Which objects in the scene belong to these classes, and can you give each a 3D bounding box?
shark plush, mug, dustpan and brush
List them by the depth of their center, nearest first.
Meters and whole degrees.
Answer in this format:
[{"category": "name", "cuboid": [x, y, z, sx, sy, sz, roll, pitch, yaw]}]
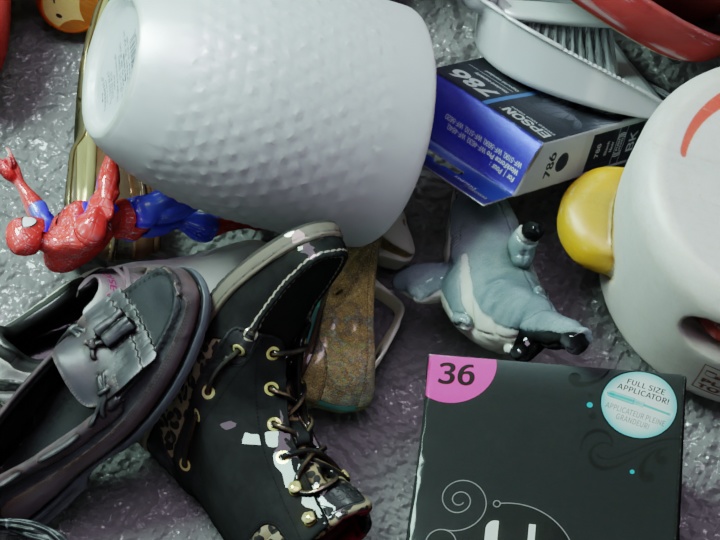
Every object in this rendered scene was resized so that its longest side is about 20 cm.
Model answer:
[{"category": "mug", "cuboid": [-0.066, -0.126, 1.433, 0.174, 0.148, 0.201, 11, 66, -26]}, {"category": "shark plush", "cuboid": [0.080, 0.002, 1.434, 0.090, 0.200, 0.084, 18, 103, -11]}, {"category": "dustpan and brush", "cuboid": [0.095, -0.155, 1.509, 0.199, 0.058, 0.140, 5, 29, -22]}]

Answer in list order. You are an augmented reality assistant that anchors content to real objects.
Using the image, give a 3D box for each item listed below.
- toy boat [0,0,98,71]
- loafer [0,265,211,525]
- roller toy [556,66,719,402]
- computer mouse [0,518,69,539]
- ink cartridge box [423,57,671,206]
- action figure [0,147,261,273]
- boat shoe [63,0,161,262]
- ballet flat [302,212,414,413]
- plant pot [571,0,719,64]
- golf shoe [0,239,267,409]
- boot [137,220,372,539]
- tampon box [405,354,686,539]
[{"category": "toy boat", "cuboid": [-0.226, -0.200, 1.626, 0.130, 0.130, 0.201, 26, 60, -15]}, {"category": "loafer", "cuboid": [-0.164, 0.074, 1.414, 0.200, 0.063, 0.072, -49, 48, 21]}, {"category": "roller toy", "cuboid": [0.236, -0.017, 1.466, 0.199, 0.140, 0.183, -26, 70, -19]}, {"category": "computer mouse", "cuboid": [-0.145, 0.203, 1.413, 0.199, 0.034, 0.059, 34, 88, 17]}, {"category": "ink cartridge box", "cuboid": [0.107, -0.095, 1.515, 0.099, 0.039, 0.199, 35, 34, 29]}, {"category": "action figure", "cuboid": [-0.141, -0.056, 1.482, 0.199, 0.065, 0.099, -17, 76, -44]}, {"category": "boat shoe", "cuboid": [-0.151, -0.095, 1.578, 0.067, 0.072, 0.201, 6, 64, -7]}, {"category": "ballet flat", "cuboid": [0.000, 0.000, 1.519, 0.070, 0.071, 0.201, 8, 59, 8]}, {"category": "plant pot", "cuboid": [0.186, -0.243, 1.485, 0.200, 0.200, 0.183, 43, 108, 24]}, {"category": "golf shoe", "cuboid": [-0.133, 0.031, 1.486, 0.199, 0.092, 0.073, -27, 60, -14]}, {"category": "boot", "cuboid": [-0.042, 0.084, 1.411, 0.073, 0.200, 0.151, -3, 51, -52]}, {"category": "tampon box", "cuboid": [0.101, 0.166, 1.371, 0.149, 0.127, 0.201, 4, 59, 5]}]
